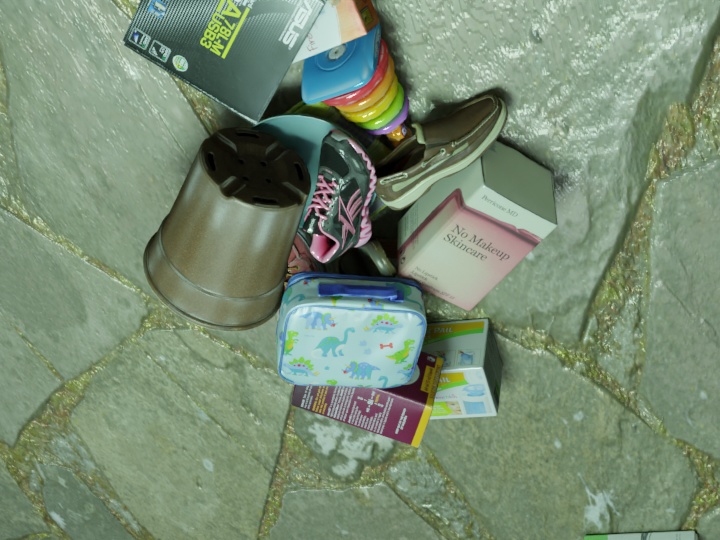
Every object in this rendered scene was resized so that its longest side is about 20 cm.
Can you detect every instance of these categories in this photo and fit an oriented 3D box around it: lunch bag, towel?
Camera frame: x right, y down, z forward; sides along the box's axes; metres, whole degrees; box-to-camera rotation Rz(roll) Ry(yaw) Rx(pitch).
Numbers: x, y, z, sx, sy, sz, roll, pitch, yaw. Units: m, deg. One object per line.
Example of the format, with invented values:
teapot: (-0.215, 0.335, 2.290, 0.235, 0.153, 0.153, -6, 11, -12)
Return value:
lunch bag: (-0.013, 0.079, 1.647, 0.196, 0.083, 0.162, 3, 133, -9)
towel: (-0.032, -0.145, 1.644, 0.199, 0.023, 0.143, 37, 133, -25)

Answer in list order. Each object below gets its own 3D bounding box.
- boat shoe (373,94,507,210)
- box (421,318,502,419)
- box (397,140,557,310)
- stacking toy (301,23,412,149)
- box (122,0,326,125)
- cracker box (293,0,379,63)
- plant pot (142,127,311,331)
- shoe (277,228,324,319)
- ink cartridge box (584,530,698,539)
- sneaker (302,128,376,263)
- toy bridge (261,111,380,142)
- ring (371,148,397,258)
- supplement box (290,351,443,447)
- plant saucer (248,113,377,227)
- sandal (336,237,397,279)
boat shoe: (0.096, -0.160, 1.560, 0.202, 0.075, 0.075, -40, 131, 11)
box: (0.108, 0.155, 1.873, 0.197, 0.102, 0.113, -6, 132, 18)
box: (0.153, -0.062, 1.638, 0.127, 0.110, 0.200, 25, 131, -21)
stacking toy: (0.019, -0.214, 1.559, 0.108, 0.118, 0.200, -14, 140, 27)
box: (-0.158, -0.299, 1.435, 0.192, 0.048, 0.201, 33, 127, -6)
cracker box: (-0.093, -0.322, 1.476, 0.197, 0.058, 0.135, -16, 109, 27)
plant pot: (-0.161, -0.062, 1.581, 0.198, 0.202, 0.200, 22, 130, -8)
shoe: (-0.100, 0.009, 1.792, 0.070, 0.092, 0.201, -12, 129, 23)
ink cartridge box: (0.503, 0.538, 2.155, 0.197, 0.085, 0.147, -7, 131, 19)
sneaker: (-0.035, -0.088, 1.568, 0.079, 0.095, 0.202, 35, 146, 31)
toy bridge: (-0.066, -0.191, 1.640, 0.197, 0.027, 0.068, 18, 137, -4)
ring: (0.031, -0.088, 1.721, 0.197, 0.019, 0.202, 7, 135, 7)
supplement box: (0.010, 0.160, 1.761, 0.197, 0.111, 0.087, 18, 127, 1)
plant saucer: (-0.072, -0.136, 1.628, 0.197, 0.028, 0.202, 8, 138, 7)
sandal: (0.000, 0.000, 1.713, 0.082, 0.054, 0.200, 55, 168, -8)
